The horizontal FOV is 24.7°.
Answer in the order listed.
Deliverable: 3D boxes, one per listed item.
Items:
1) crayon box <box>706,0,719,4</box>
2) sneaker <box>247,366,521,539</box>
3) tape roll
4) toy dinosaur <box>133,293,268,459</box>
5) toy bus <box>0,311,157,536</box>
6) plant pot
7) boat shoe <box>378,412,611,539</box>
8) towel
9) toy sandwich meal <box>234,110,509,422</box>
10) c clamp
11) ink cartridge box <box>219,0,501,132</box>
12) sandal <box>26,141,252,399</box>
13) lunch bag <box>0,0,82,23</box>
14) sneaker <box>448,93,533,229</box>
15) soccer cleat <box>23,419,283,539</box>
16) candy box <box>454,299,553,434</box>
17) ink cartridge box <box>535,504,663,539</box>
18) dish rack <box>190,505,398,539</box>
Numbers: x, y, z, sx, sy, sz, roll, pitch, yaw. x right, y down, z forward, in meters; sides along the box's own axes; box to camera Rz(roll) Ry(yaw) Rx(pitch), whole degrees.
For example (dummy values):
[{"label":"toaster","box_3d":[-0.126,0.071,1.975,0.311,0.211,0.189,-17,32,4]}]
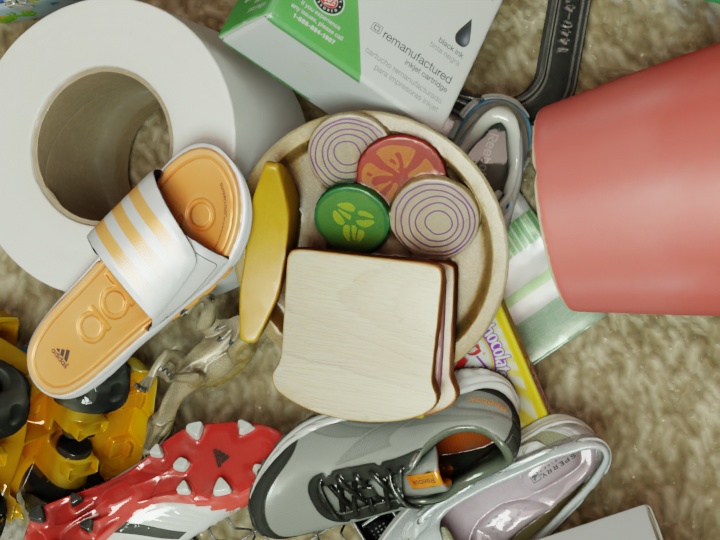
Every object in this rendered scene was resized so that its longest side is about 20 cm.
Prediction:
[{"label":"crayon box","box_3d":[0.276,-0.236,1.095,0.058,0.200,0.119,31,92,-30]},{"label":"sneaker","box_3d":[0.015,0.130,1.100,0.199,0.079,0.074,-24,117,7]},{"label":"tape roll","box_3d":[-0.151,-0.080,1.157,0.202,0.139,0.204,-1,88,19]},{"label":"toy dinosaur","box_3d":[-0.092,0.050,1.164,0.200,0.101,0.058,-36,63,0]},{"label":"toy bus","box_3d":[-0.275,0.092,1.182,0.192,0.199,0.136,40,126,37]},{"label":"plant pot","box_3d":[0.216,-0.053,1.101,0.176,0.200,0.202,-9,85,17]},{"label":"boat shoe","box_3d":[0.083,0.174,1.109,0.202,0.065,0.075,-36,97,-1]},{"label":"towel","box_3d":[0.060,-0.007,1.196,0.152,0.023,0.200,-35,82,4]},{"label":"toy sandwich meal","box_3d":[0.000,0.000,1.054,0.204,0.070,0.206,3,106,12]},{"label":"c clamp","box_3d":[0.085,-0.199,1.197,0.170,0.027,0.201,5,80,-1]},{"label":"ink cartridge box","box_3d":[0.020,-0.206,1.101,0.146,0.083,0.201,31,72,-21]},{"label":"sandal","box_3d":[-0.149,0.009,1.048,0.079,0.059,0.207,46,105,13]},{"label":"lunch bag","box_3d":[-0.264,-0.289,1.235,0.160,0.082,0.201,-6,85,11]},{"label":"sneaker","box_3d":[0.069,-0.026,1.138,0.075,0.087,0.201,13,96,2]},{"label":"soccer cleat","box_3d":[-0.140,0.166,1.159,0.199,0.085,0.069,-24,60,-8]},{"label":"candy box","box_3d":[0.066,0.070,1.137,0.102,0.026,0.201,-21,114,11]},{"label":"ink cartridge box","box_3d":[0.156,0.265,1.081,0.146,0.083,0.201,-19,125,7]},{"label":"dish rack","box_3d":[-0.056,0.222,1.184,0.200,0.055,0.154,-34,82,5]}]
